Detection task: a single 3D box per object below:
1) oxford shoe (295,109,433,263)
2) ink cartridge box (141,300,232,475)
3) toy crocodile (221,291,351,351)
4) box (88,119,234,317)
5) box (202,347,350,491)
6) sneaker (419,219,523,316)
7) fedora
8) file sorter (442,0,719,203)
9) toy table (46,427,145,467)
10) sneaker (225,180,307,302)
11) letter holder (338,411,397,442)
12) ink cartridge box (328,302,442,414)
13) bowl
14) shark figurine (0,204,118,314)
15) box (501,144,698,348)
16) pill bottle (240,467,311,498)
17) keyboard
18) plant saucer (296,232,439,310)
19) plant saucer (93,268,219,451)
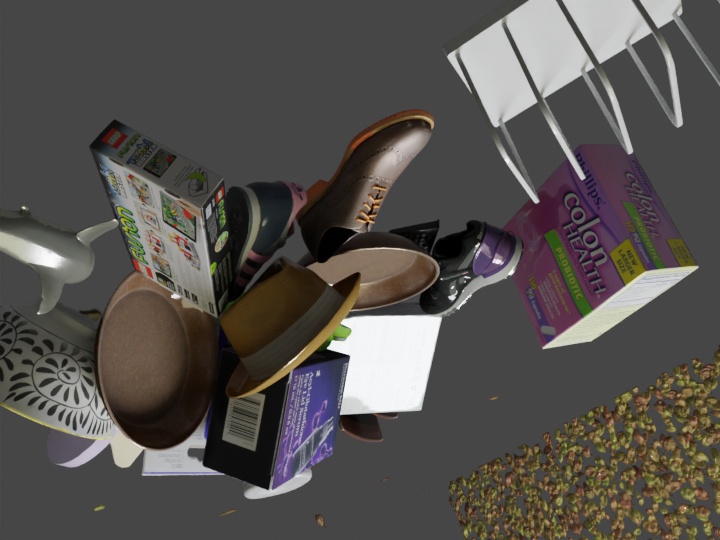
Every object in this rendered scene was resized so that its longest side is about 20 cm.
[{"bbox_3d":[0.009,-0.081,0.659,0.070,0.074,0.199,7,144,-40],"label":"oxford shoe"},{"bbox_3d":[-0.209,0.159,0.841,0.042,0.206,0.197,-5,162,28],"label":"ink cartridge box"},{"bbox_3d":[-0.097,0.068,0.882,0.196,0.063,0.067,11,-176,-34],"label":"toy crocodile"},{"bbox_3d":[-0.173,-0.037,0.595,0.108,0.035,0.201,29,151,7],"label":"box"},{"bbox_3d":[-0.103,0.178,0.851,0.102,0.152,0.199,11,-177,21],"label":"box"},{"bbox_3d":[0.122,-0.009,0.862,0.086,0.077,0.200,26,143,-17],"label":"sneaker"},{"bbox_3d":[-0.088,0.044,0.680,0.199,0.082,0.201,-39,-168,9],"label":"fedora"},{"bbox_3d":[0.198,-0.169,0.556,0.197,0.127,0.138,-28,152,21],"label":"file sorter"},{"bbox_3d":[-0.309,0.183,0.864,0.199,0.186,0.116,-39,137,17],"label":"toy table"},{"bbox_3d":[-0.112,-0.025,0.696,0.081,0.071,0.200,-17,163,-30],"label":"sneaker"},{"bbox_3d":[0.026,0.230,1.195,0.099,0.145,0.200,-24,153,15],"label":"letter holder"},{"bbox_3d":[0.020,0.144,1.033,0.194,0.041,0.204,-1,121,-17],"label":"ink cartridge box"},{"bbox_3d":[-0.333,0.091,0.702,0.096,0.198,0.201,-59,154,-9],"label":"bowl"},{"bbox_3d":[-0.299,-0.008,0.558,0.125,0.092,0.213,-13,163,27],"label":"shark figurine"},{"bbox_3d":[0.290,-0.026,0.833,0.094,0.180,0.201,-3,151,-28],"label":"box"},{"bbox_3d":[-0.153,0.251,1.048,0.111,0.204,0.115,-14,154,-7],"label":"pill bottle"},{"bbox_3d":[0.082,-0.009,0.911,0.124,0.021,0.201,-12,154,-12],"label":"keyboard"},{"bbox_3d":[0.000,0.000,0.810,0.194,0.038,0.201,-6,158,-2],"label":"plant saucer"},{"bbox_3d":[-0.229,0.095,0.721,0.036,0.206,0.200,-6,160,23],"label":"plant saucer"}]
